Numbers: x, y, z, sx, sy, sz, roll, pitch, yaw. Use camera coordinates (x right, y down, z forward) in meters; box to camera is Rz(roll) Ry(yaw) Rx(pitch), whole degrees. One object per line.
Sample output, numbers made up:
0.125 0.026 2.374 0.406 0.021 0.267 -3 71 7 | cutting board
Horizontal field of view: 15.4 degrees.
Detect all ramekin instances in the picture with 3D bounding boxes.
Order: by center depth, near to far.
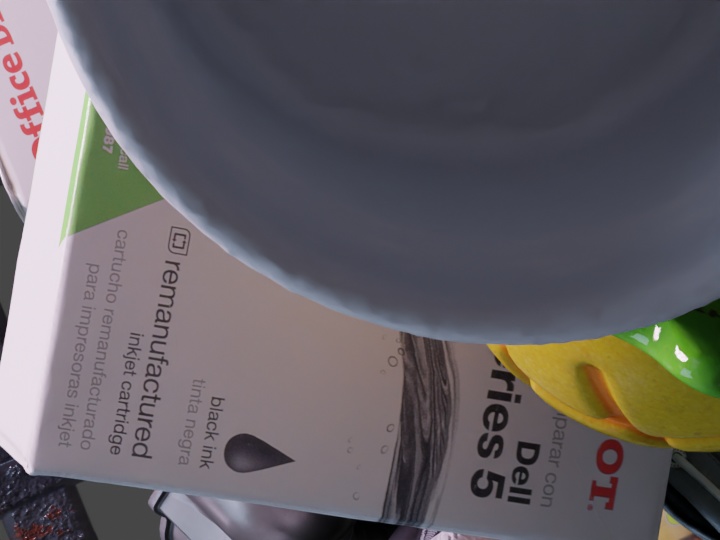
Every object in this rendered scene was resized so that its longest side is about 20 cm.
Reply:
0.029 -0.093 0.566 0.098 0.199 0.201 -116 5 -75 | ramekin

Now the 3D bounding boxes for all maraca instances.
0.084 -0.002 0.684 0.200 0.136 0.108 -113 42 -69 | maraca

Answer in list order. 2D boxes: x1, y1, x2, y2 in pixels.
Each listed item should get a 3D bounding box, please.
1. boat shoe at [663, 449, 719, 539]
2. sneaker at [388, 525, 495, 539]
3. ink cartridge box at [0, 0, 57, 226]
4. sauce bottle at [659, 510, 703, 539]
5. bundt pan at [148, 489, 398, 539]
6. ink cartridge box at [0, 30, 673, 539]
0.148 0.122 0.826 0.073 0.061 0.201 86 160 -68 | boat shoe
0.042 0.143 1.112 0.075 0.114 0.200 43 -146 -4 | sneaker
-0.092 -0.118 1.242 0.084 0.199 0.145 104 143 -76 | ink cartridge box
0.087 0.038 0.980 0.066 0.066 0.201 84 161 -64 | sauce bottle
0.008 0.088 1.210 0.076 0.201 0.202 49 163 34 | bundt pan
0.000 0.000 0.817 0.084 0.199 0.146 -166 85 -74 | ink cartridge box
